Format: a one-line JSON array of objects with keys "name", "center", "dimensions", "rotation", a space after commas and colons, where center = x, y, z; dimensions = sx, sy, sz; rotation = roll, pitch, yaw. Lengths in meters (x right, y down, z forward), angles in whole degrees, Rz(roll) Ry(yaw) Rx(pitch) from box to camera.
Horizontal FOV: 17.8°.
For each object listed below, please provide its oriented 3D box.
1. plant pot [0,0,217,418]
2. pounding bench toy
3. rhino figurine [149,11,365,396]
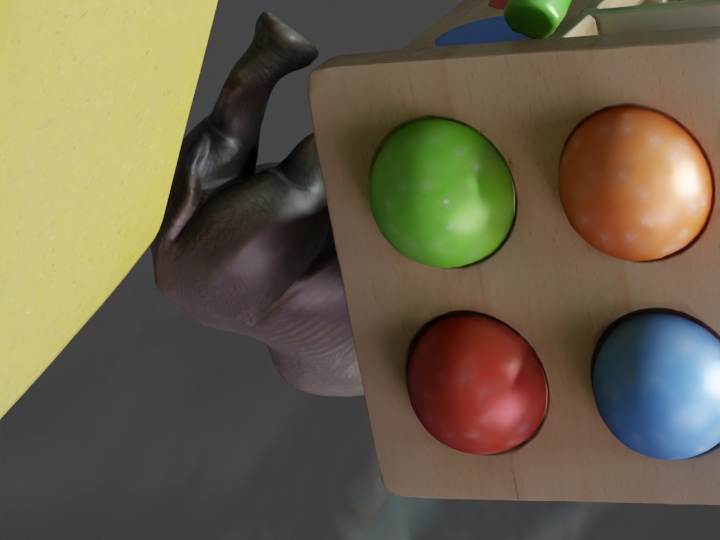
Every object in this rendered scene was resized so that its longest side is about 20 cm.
[{"name": "plant pot", "center": [-0.130, -0.061, 0.421], "dimensions": [0.176, 0.200, 0.201], "rotation": [-27, 146, -42]}, {"name": "pounding bench toy", "center": [0.067, -0.053, 0.635], "dimensions": [0.156, 0.124, 0.201], "rotation": [-41, 124, -57]}, {"name": "rhino figurine", "center": [0.000, 0.000, 0.739], "dimensions": [0.088, 0.060, 0.200], "rotation": [-50, 145, 1]}]
